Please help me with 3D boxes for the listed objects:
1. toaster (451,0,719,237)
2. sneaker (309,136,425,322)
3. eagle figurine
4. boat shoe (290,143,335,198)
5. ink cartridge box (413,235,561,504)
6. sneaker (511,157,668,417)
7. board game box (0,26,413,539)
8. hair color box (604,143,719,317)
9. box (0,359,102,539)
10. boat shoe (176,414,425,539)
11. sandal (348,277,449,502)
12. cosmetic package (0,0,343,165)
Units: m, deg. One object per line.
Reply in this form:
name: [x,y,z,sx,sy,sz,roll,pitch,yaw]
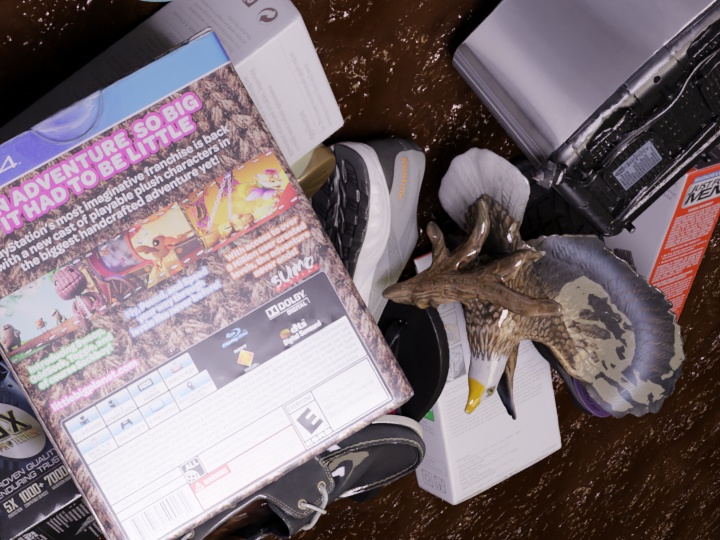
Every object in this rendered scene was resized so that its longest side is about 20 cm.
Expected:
toaster: [0.170,-0.130,1.115,0.181,0.119,0.200,-43,157,7]
sneaker: [0.000,0.000,1.146,0.079,0.074,0.201,-21,139,-40]
eagle figurine: [0.104,0.028,1.148,0.151,0.152,0.200,-46,146,17]
boat shoe: [-0.109,-0.025,1.023,0.200,0.063,0.073,-38,172,0]
ink cartridge box: [0.083,0.061,1.297,0.109,0.050,0.201,-23,115,-29]
sneaker: [0.139,0.019,1.254,0.076,0.201,0.087,-30,-176,-35]
board game box: [-0.096,0.013,0.844,0.159,0.201,0.097,-29,-176,-10]
hair color box: [0.193,-0.027,1.287,0.064,0.111,0.201,-17,136,-36]
box: [-0.143,0.085,0.990,0.163,0.086,0.200,-32,171,-10]
boat shoe: [-0.045,0.157,1.212,0.199,0.068,0.072,-17,136,-7]
sandal: [0.010,0.094,1.252,0.045,0.075,0.201,-13,137,-39]
cosmetic package: [-0.114,-0.069,0.952,0.200,0.074,0.102,-37,145,-9]
